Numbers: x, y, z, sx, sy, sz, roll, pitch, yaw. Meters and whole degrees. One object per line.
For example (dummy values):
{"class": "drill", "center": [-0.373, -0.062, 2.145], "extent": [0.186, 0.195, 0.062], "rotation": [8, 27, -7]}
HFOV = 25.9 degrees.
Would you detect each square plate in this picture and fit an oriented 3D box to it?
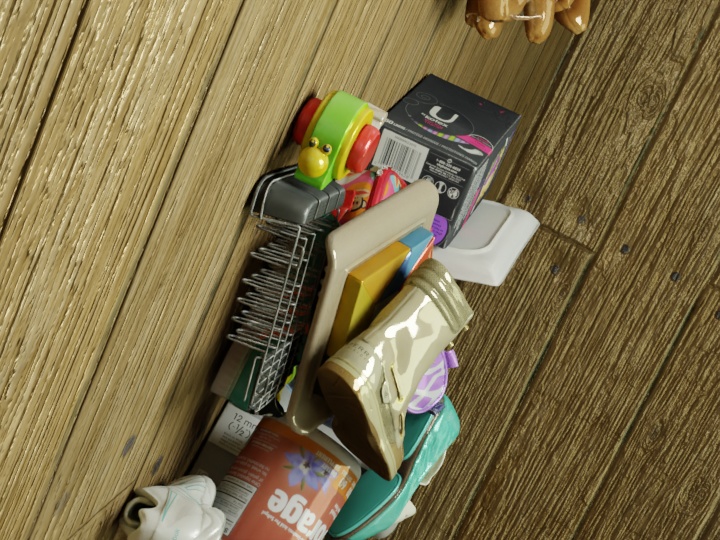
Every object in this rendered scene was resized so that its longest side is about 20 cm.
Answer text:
{"class": "square plate", "center": [0.087, -0.048, 1.761], "extent": [0.198, 0.198, 0.029], "rotation": [-48, 147, -61]}

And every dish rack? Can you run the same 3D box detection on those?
{"class": "dish rack", "center": [-0.068, 0.016, 1.341], "extent": [0.153, 0.054, 0.202], "rotation": [-31, 137, -74]}

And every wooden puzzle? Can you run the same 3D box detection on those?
{"class": "wooden puzzle", "center": [0.009, 0.034, 1.421], "extent": [0.185, 0.037, 0.202], "rotation": [-33, 141, -52]}

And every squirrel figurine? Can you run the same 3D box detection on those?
{"class": "squirrel figurine", "center": [0.163, -0.339, 1.637], "extent": [0.186, 0.140, 0.202], "rotation": [-14, 117, -66]}

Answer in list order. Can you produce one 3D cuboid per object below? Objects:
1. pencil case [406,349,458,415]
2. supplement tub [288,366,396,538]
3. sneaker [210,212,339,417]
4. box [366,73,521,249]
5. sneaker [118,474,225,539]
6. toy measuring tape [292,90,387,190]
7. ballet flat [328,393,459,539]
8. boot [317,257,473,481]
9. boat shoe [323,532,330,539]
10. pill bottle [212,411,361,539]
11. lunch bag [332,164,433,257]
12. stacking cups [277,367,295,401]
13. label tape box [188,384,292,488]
{"class": "pencil case", "center": [0.010, 0.090, 1.692], "extent": [0.085, 0.199, 0.084], "rotation": [-40, 128, -28]}
{"class": "supplement tub", "center": [-0.027, 0.201, 1.780], "extent": [0.141, 0.199, 0.140], "rotation": [-61, 172, -14]}
{"class": "sneaker", "center": [-0.060, 0.042, 1.456], "extent": [0.201, 0.079, 0.071], "rotation": [-62, -179, 3]}
{"class": "box", "center": [0.086, -0.126, 1.738], "extent": [0.107, 0.121, 0.200], "rotation": [-69, 171, 28]}
{"class": "sneaker", "center": [-0.171, 0.213, 1.389], "extent": [0.200, 0.080, 0.071], "rotation": [-173, -77, -78]}
{"class": "toy measuring tape", "center": [-0.007, -0.127, 1.329], "extent": [0.074, 0.073, 0.200], "rotation": [-67, 171, 28]}
{"class": "ballet flat", "center": [0.046, 0.222, 1.668], "extent": [0.067, 0.070, 0.201], "rotation": [13, -118, 52]}
{"class": "boot", "center": [0.039, 0.092, 1.421], "extent": [0.156, 0.072, 0.201], "rotation": [-48, 149, -20]}
{"class": "boat shoe", "center": [-0.066, 0.235, 1.658], "extent": [0.072, 0.076, 0.201], "rotation": [-47, 144, -28]}
{"class": "pill bottle", "center": [-0.093, 0.242, 1.475], "extent": [0.201, 0.112, 0.112], "rotation": [-58, 171, -16]}
{"class": "lunch bag", "center": [0.000, 0.000, 1.570], "extent": [0.176, 0.081, 0.202], "rotation": [53, 46, -52]}
{"class": "stacking cups", "center": [-0.068, 0.060, 1.576], "extent": [0.200, 0.060, 0.061], "rotation": [-56, 170, -50]}
{"class": "label tape box", "center": [-0.106, 0.164, 1.642], "extent": [0.201, 0.066, 0.143], "rotation": [-60, 172, -15]}
